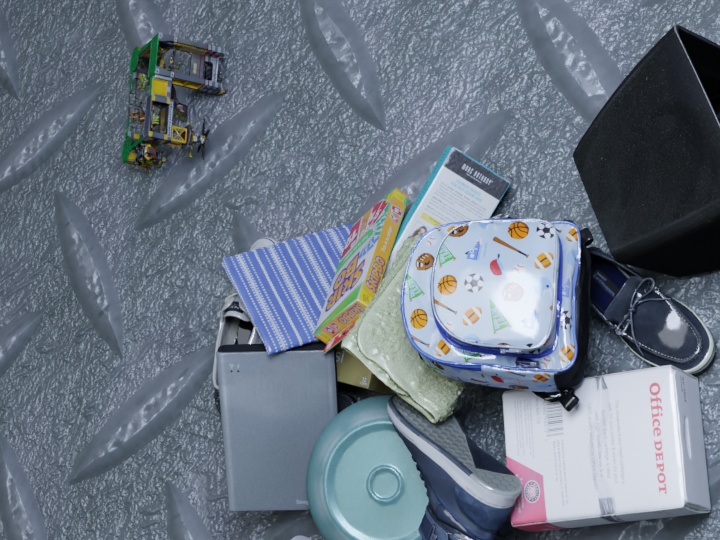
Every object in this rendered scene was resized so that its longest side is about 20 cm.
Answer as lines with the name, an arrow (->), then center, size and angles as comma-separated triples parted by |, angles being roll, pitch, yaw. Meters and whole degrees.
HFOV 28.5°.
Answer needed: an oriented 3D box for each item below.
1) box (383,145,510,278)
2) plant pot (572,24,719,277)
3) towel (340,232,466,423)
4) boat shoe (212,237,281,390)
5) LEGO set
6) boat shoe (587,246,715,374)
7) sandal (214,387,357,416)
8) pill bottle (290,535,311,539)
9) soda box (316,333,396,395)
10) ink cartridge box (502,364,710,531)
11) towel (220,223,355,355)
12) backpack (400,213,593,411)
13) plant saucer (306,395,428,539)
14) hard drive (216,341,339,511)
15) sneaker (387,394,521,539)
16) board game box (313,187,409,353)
box -> 0.087, -0.039, 1.658 | 0.082, 0.049, 0.201 | 30, 94, -9
plant pot -> 0.340, -0.099, 1.455 | 0.177, 0.199, 0.201 | -37, 59, 34
towel -> 0.076, 0.061, 1.568 | 0.036, 0.148, 0.201 | -44, 10, 50
boat shoe -> -0.138, 0.054, 1.719 | 0.071, 0.066, 0.202 | 10, 83, 35
LEGO set -> -0.250, -0.229, 1.952 | 0.154, 0.115, 0.202 | -34, 52, 56
boat shoe -> 0.293, 0.041, 1.518 | 0.075, 0.062, 0.200 | -52, 57, 9
sandal -> -0.090, 0.176, 1.757 | 0.199, 0.048, 0.076 | 10, 81, 23
pill bottle -> -0.124, 0.401, 1.673 | 0.200, 0.109, 0.110 | -41, 59, 18
soda box -> -0.045, 0.099, 1.726 | 0.199, 0.068, 0.065 | 12, 84, 35
ink cartridge box -> 0.257, 0.191, 1.488 | 0.199, 0.083, 0.148 | -12, 70, 32
towel -> -0.052, 0.020, 1.695 | 0.145, 0.199, 0.024 | 59, 149, 28
backpack -> 0.137, 0.033, 1.470 | 0.189, 0.154, 0.202 | -2, 66, 21
plant saucer -> 0.031, 0.243, 1.611 | 0.198, 0.036, 0.202 | -1, 84, 12
hard drive -> -0.093, 0.186, 1.673 | 0.138, 0.033, 0.202 | -2, 106, 4
sneaker -> 0.079, 0.239, 1.544 | 0.202, 0.076, 0.147 | 44, 127, 42
board game box -> 0.000, 0.000, 1.649 | 0.095, 0.030, 0.201 | -39, 26, 45
